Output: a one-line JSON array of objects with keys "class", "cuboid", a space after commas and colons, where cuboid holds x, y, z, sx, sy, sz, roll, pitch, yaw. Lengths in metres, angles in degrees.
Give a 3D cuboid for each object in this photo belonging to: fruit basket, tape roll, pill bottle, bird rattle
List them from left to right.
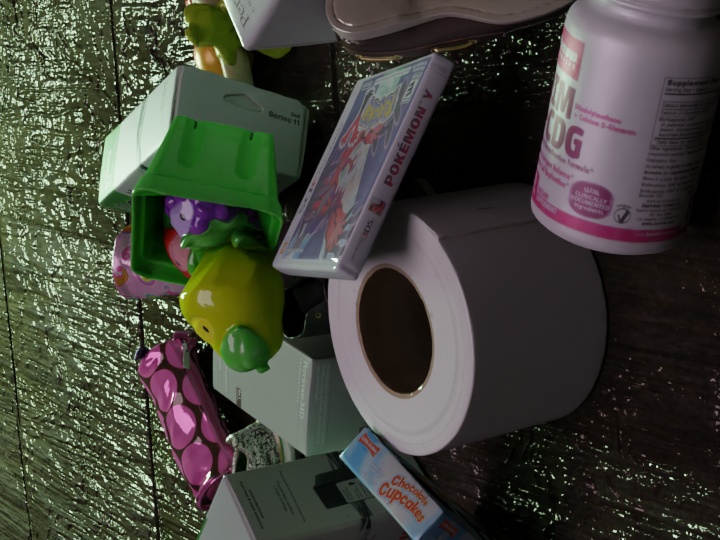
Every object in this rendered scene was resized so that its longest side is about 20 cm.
[{"class": "fruit basket", "cuboid": [-0.136, -0.009, 1.336, 0.216, 0.154, 0.218, -169, 90, -86]}, {"class": "bird rattle", "cuboid": [-0.154, -0.246, 1.520, 0.200, 0.112, 0.164, 41, 148, 48]}, {"class": "tape roll", "cuboid": [0.082, 0.037, 1.187, 0.202, 0.138, 0.205, 23, 118, 53]}, {"class": "pill bottle", "cuboid": [0.187, -0.123, 1.002, 0.113, 0.113, 0.202, 38, 128, 46]}]

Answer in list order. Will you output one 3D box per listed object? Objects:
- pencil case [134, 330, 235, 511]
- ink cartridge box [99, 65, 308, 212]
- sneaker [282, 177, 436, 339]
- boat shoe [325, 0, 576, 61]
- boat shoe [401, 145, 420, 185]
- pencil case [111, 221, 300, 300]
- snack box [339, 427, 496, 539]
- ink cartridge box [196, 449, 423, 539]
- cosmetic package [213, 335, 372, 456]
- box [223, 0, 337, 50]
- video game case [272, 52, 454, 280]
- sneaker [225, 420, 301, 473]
[{"class": "pencil case", "cuboid": [-0.188, 0.172, 1.696, 0.094, 0.090, 0.201, -49, 59, 35]}, {"class": "ink cartridge box", "cuboid": [-0.162, -0.116, 1.488, 0.200, 0.145, 0.084, -30, 50, 56]}, {"class": "sneaker", "cuboid": [0.000, 0.000, 1.332, 0.075, 0.105, 0.201, 59, 142, 29]}, {"class": "boat shoe", "cuboid": [0.075, -0.203, 1.124, 0.060, 0.198, 0.073, 63, -160, -67]}, {"class": "boat shoe", "cuboid": [-0.002, -0.086, 1.347, 0.063, 0.073, 0.201, 54, 147, 27]}, {"class": "pencil case", "cuboid": [-0.154, -0.007, 1.510, 0.198, 0.087, 0.088, 1, 102, 17]}, {"class": "snack box", "cuboid": [0.072, 0.215, 1.224, 0.037, 0.200, 0.116, -47, 46, -1]}, {"class": "ink cartridge box", "cuboid": [-0.045, 0.247, 1.387, 0.083, 0.198, 0.147, 59, 141, 33]}, {"class": "cosmetic package", "cuboid": [-0.068, 0.100, 1.487, 0.200, 0.089, 0.108, 26, 118, 55]}, {"class": "box", "cuboid": [-0.017, -0.313, 1.188, 0.171, 0.199, 0.200, -51, 58, 52]}, {"class": "video game case", "cuboid": [-0.003, -0.080, 1.184, 0.184, 0.023, 0.200, -66, 17, -7]}, {"class": "sneaker", "cuboid": [-0.119, 0.248, 1.601, 0.077, 0.088, 0.202, 23, 118, 52]}]
